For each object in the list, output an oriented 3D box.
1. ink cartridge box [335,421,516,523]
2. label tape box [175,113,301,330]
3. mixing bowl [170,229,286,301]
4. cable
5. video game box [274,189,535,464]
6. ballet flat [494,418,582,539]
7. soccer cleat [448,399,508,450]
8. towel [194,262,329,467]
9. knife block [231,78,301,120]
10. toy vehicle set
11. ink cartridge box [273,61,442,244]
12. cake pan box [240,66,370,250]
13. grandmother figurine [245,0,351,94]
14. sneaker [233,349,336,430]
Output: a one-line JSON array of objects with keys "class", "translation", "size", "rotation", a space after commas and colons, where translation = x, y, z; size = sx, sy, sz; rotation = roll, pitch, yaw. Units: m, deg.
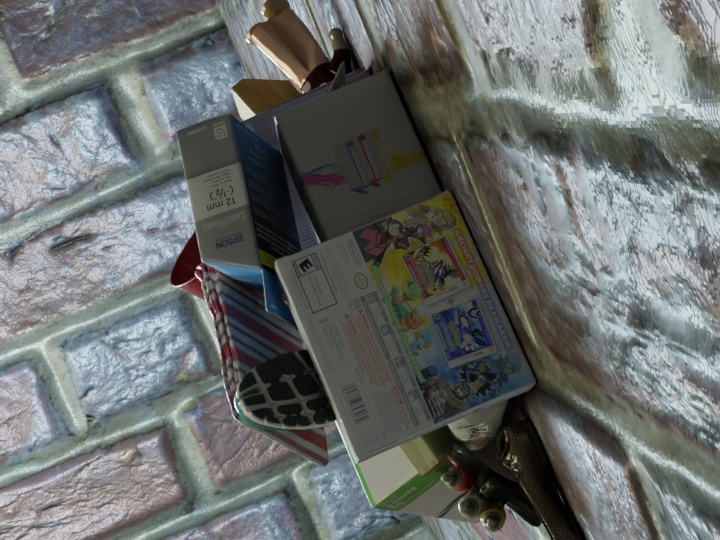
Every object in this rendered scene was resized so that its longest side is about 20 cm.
[{"class": "ink cartridge box", "translation": [0.073, 0.189, 1.786], "size": [0.199, 0.084, 0.146], "rotation": [20, -142, -49]}, {"class": "label tape box", "translation": [-0.109, -0.034, 1.589], "size": [0.143, 0.066, 0.202], "rotation": [34, -137, -68]}, {"class": "mixing bowl", "translation": [-0.112, -0.027, 1.853], "size": [0.108, 0.200, 0.200], "rotation": [40, -177, -17]}, {"class": "cable", "translation": [0.132, 0.228, 1.662], "size": [0.097, 0.050, 0.200], "rotation": [47, -175, 22]}, {"class": "video game box", "translation": [0.039, 0.051, 1.504], "size": [0.047, 0.181, 0.201], "rotation": [99, 149, -76]}, {"class": "ballet flat", "translation": [0.182, 0.244, 1.603], "size": [0.067, 0.046, 0.201], "rotation": [99, 148, -78]}, {"class": "soccer cleat", "translation": [0.113, 0.143, 1.611], "size": [0.200, 0.069, 0.078], "rotation": [-14, -73, -80]}, {"class": "towel", "translation": [-0.097, 0.093, 1.618], "size": [0.146, 0.030, 0.201], "rotation": [35, -149, -48]}, {"class": "knife block", "translation": [-0.059, -0.130, 1.874], "size": [0.064, 0.198, 0.177], "rotation": [77, -161, -61]}, {"class": "toy vehicle set", "translation": [0.077, 0.142, 1.720], "size": [0.125, 0.026, 0.200], "rotation": [55, -157, 12]}, {"class": "ink cartridge box", "translation": [-0.001, -0.095, 1.631], "size": [0.129, 0.124, 0.201], "rotation": [91, 156, -77]}, {"class": "cake pan box", "translation": [-0.048, -0.091, 1.729], "size": [0.185, 0.199, 0.052], "rotation": [65, 173, -1]}, {"class": "grandmother figurine", "translation": [-0.051, -0.213, 1.827], "size": [0.200, 0.060, 0.122], "rotation": [49, 132, 25]}, {"class": "sneaker", "translation": [-0.044, 0.124, 1.547], "size": [0.199, 0.080, 0.078], "rotation": [-4, -119, -48]}]
